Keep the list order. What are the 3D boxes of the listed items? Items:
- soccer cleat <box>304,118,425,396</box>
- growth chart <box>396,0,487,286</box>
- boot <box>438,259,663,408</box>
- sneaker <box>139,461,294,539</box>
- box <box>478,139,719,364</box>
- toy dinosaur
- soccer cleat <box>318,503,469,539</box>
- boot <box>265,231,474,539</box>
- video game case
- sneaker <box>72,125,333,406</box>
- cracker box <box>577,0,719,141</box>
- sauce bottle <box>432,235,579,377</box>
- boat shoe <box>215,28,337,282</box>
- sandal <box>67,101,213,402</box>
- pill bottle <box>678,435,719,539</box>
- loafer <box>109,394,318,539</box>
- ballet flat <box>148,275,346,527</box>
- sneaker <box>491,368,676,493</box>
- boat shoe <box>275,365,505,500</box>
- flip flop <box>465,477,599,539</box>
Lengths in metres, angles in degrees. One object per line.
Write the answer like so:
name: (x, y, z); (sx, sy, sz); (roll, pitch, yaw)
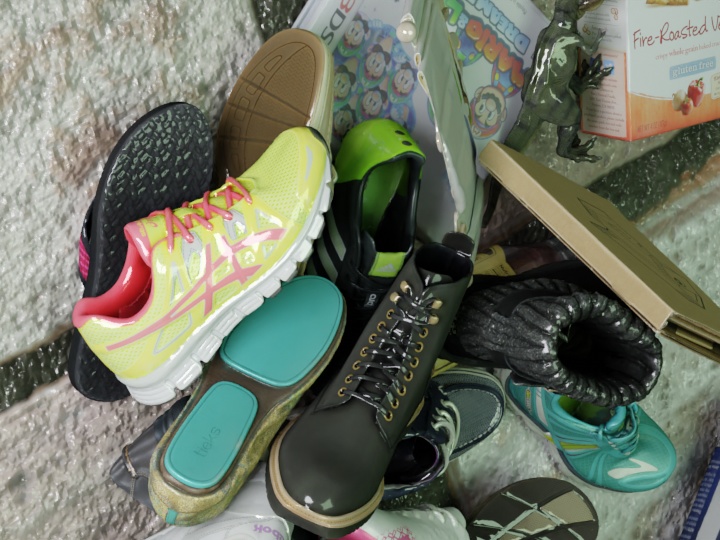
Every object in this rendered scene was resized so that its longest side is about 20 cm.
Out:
soccer cleat: (0.000, 0.000, 1.564); (0.067, 0.081, 0.201); (4, 108, -22)
growth chart: (0.057, -0.107, 1.565); (0.145, 0.018, 0.201); (-71, 150, -63)
boot: (0.156, 0.041, 1.583); (0.210, 0.157, 0.080); (-6, 98, -37)
sneaker: (-0.119, 0.204, 1.481); (0.075, 0.100, 0.200); (37, 112, -22)
box: (0.184, -0.005, 1.599); (0.021, 0.200, 0.163); (-53, 142, 12)
toy dinosaur: (0.140, -0.120, 1.669); (0.088, 0.047, 0.201); (12, 102, -50)
soccer cleat: (0.030, 0.185, 1.604); (0.087, 0.070, 0.200); (-62, 149, -18)
boot: (0.009, 0.065, 1.473); (0.200, 0.077, 0.139); (-63, 178, -60)
video game case: (0.040, -0.142, 1.618); (0.200, 0.024, 0.183); (41, 74, -38)
sneaker: (-0.097, -0.014, 1.439); (0.090, 0.078, 0.200); (38, 92, -29)
cracker box: (0.223, -0.206, 1.734); (0.133, 0.058, 0.201); (-16, 109, -37)
sauce bottle: (0.093, 0.018, 1.674); (0.199, 0.066, 0.066); (-25, 115, -35)
boat shoe: (-0.051, -0.059, 1.531); (0.065, 0.072, 0.201); (-4, 111, -54)
sandal: (-0.148, -0.015, 1.485); (0.075, 0.045, 0.201); (5, 111, -35)
pill bottle: (0.312, 0.213, 1.867); (0.111, 0.111, 0.201); (28, 82, -40)
loafer: (-0.085, 0.162, 1.565); (0.072, 0.073, 0.200); (-30, 124, 16)
ballet flat: (-0.074, 0.083, 1.475); (0.200, 0.070, 0.071); (-56, 131, -39)
sneaker: (0.175, 0.114, 1.752); (0.200, 0.079, 0.078); (37, 76, -39)
boat shoe: (0.044, 0.118, 1.635); (0.199, 0.092, 0.075); (-15, 109, -36)
flip flop: (0.085, 0.224, 1.718); (0.200, 0.058, 0.081); (-41, 91, -9)
